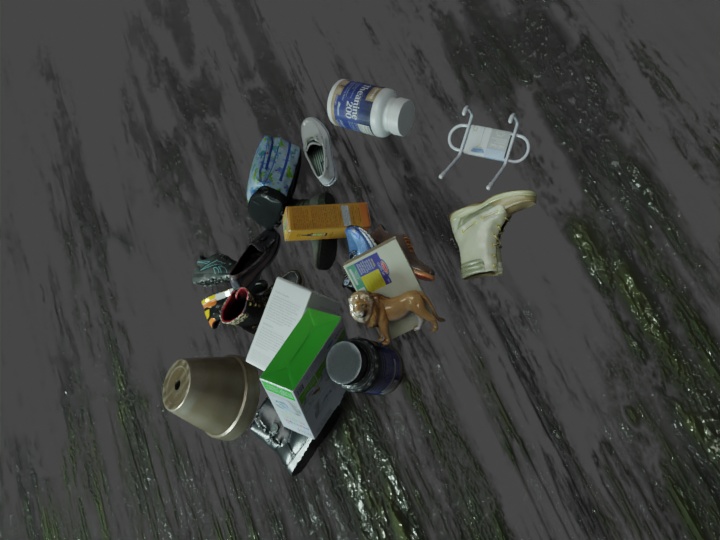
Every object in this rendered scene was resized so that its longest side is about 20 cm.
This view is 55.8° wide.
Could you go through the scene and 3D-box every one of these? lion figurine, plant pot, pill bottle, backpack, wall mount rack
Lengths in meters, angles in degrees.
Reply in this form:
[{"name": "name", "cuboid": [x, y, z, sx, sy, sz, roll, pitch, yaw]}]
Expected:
[{"name": "lion figurine", "cuboid": [0.077, 0.082, 1.440, 0.195, 0.072, 0.126, -16, 101, -7]}, {"name": "plant pot", "cuboid": [-0.362, 0.285, 1.595, 0.197, 0.171, 0.205, -21, 58, 39]}, {"name": "pill bottle", "cuboid": [0.026, -0.381, 1.610, 0.196, 0.110, 0.114, 20, 88, 29]}, {"name": "backpack", "cuboid": [-0.212, -0.231, 1.672, 0.152, 0.163, 0.203, 31, 64, -5]}, {"name": "wall mount rack", "cuboid": [0.261, -0.262, 1.482, 0.196, 0.074, 0.178, 17, 87, 30]}, {"name": "pill bottle", "cuboid": [0.009, 0.203, 1.435, 0.109, 0.199, 0.115, -6, 76, 25]}]

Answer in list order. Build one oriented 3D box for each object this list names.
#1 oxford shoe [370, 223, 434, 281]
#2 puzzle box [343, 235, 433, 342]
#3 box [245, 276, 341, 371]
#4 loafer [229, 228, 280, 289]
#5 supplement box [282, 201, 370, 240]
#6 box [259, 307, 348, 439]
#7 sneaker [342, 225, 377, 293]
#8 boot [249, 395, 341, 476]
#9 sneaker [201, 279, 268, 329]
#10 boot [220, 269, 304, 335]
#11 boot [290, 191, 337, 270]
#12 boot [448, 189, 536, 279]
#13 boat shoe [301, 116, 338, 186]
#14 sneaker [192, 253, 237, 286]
[{"name": "oxford shoe", "cuboid": [0.094, -0.042, 1.522, 0.198, 0.071, 0.074, 32, 89, 30]}, {"name": "puzzle box", "cuboid": [0.064, 0.042, 1.468, 0.130, 0.026, 0.203, -24, 107, 12]}, {"name": "box", "cuboid": [-0.150, 0.139, 1.559, 0.104, 0.152, 0.205, 20, 87, 29]}, {"name": "loafer", "cuboid": [-0.257, -0.035, 1.660, 0.070, 0.064, 0.203, 7, 53, 28]}, {"name": "supplement box", "cuboid": [-0.079, -0.112, 1.566, 0.194, 0.067, 0.071, -6, 73, -18]}, {"name": "box", "cuboid": [-0.102, 0.221, 1.459, 0.095, 0.179, 0.202, 14, 52, 28]}, {"name": "sneaker", "cuboid": [0.000, 0.000, 1.509, 0.078, 0.087, 0.205, -10, 97, 64]}, {"name": "boot", "cuboid": [-0.155, 0.340, 1.558, 0.168, 0.076, 0.202, 40, 104, 25]}, {"name": "sneaker", "cuboid": [-0.307, 0.087, 1.709, 0.196, 0.070, 0.092, -19, 86, 22]}, {"name": "boot", "cuboid": [-0.233, 0.068, 1.619, 0.200, 0.150, 0.074, -44, 63, 11]}, {"name": "boot", "cuboid": [-0.124, -0.088, 1.657, 0.128, 0.067, 0.206, -11, 68, 31]}, {"name": "boot", "cuboid": [0.289, -0.073, 1.428, 0.196, 0.072, 0.159, -19, 70, 28]}, {"name": "boat shoe", "cuboid": [-0.107, -0.306, 1.687, 0.073, 0.066, 0.204, -32, 66, 17]}, {"name": "sneaker", "cuboid": [-0.351, -0.007, 1.741, 0.195, 0.075, 0.082, -4, 74, 26]}]
